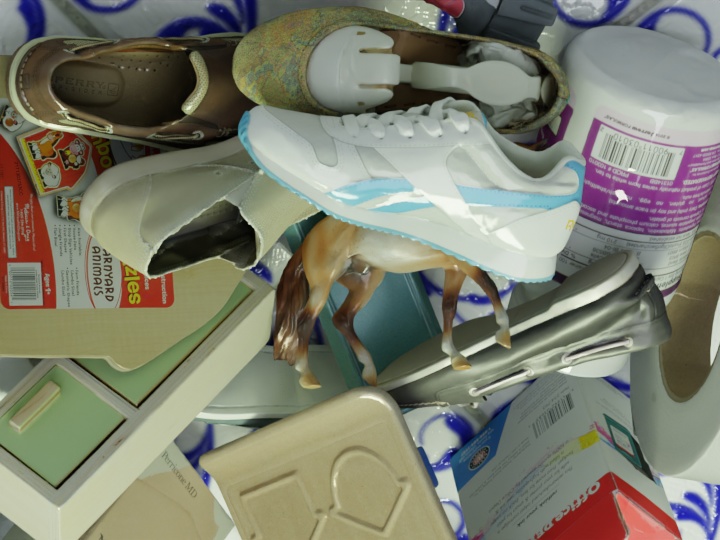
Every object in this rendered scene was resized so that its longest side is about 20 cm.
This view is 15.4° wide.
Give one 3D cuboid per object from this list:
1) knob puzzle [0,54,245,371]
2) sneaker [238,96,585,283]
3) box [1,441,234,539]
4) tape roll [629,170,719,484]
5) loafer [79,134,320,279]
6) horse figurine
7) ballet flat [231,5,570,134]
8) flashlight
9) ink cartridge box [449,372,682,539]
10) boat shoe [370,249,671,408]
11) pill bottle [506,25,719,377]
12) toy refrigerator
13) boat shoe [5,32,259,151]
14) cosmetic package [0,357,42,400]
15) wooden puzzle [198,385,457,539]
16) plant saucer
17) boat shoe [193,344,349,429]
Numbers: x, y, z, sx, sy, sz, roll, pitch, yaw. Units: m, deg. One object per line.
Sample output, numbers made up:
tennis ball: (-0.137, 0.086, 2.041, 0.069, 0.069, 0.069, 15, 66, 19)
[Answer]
knob puzzle: (-0.148, -0.038, 1.582, 0.219, 0.030, 0.220, 5, 79, -24)
sneaker: (0.029, -0.062, 1.497, 0.199, 0.077, 0.081, 18, 107, -12)
box: (-0.179, 0.200, 1.681, 0.078, 0.200, 0.095, 2, 136, 46)
tape roll: (0.219, 0.031, 1.629, 0.037, 0.203, 0.203, 9, 120, -14)
loafer: (-0.063, -0.040, 1.557, 0.199, 0.068, 0.076, -18, 150, -18)
horse figurine: (0.022, 0.000, 1.587, 0.199, 0.133, 0.050, -14, 159, 27)
ballet flat: (0.028, -0.113, 1.529, 0.199, 0.071, 0.071, 6, 121, -18)
flashlight: (0.015, -0.171, 1.559, 0.199, 0.068, 0.068, 17, 76, -21)
ink cartridge box: (0.132, 0.158, 1.694, 0.067, 0.200, 0.116, 37, 110, -26)
boat shoe: (0.095, 0.052, 1.595, 0.200, 0.067, 0.057, -26, 102, 30)
pill bottle: (0.153, -0.039, 1.629, 0.112, 0.112, 0.200, 9, 120, -13)
toy refrigerator: (-0.143, 0.068, 1.598, 0.076, 0.200, 0.070, 36, 151, 16)
boat shoe: (-0.101, -0.102, 1.550, 0.202, 0.075, 0.075, -3, 93, -22)
cosmetic package: (-0.261, 0.041, 1.639, 0.113, 0.081, 0.200, -23, 123, 7)
wooden puzzle: (0.004, 0.176, 1.650, 0.185, 0.046, 0.200, -26, 92, 48)
plant saucer: (0.000, 0.000, 1.648, 0.070, 0.019, 0.200, -24, 105, -6)
boat shoe: (-0.081, 0.078, 1.691, 0.199, 0.073, 0.062, 7, 144, -16)
